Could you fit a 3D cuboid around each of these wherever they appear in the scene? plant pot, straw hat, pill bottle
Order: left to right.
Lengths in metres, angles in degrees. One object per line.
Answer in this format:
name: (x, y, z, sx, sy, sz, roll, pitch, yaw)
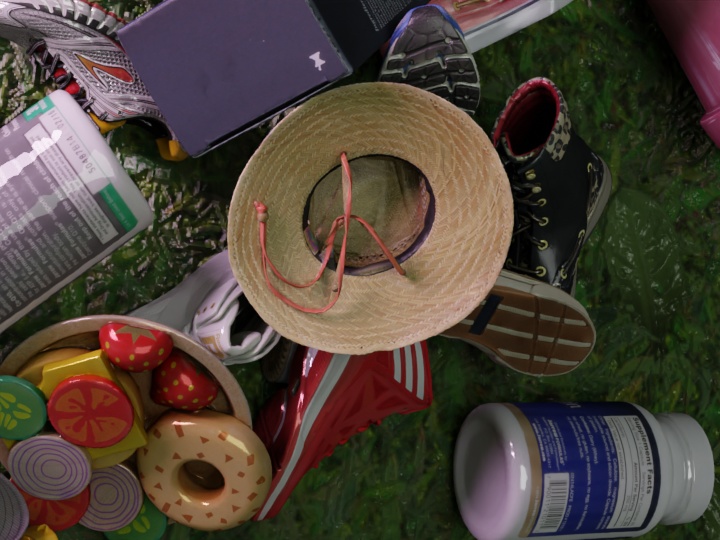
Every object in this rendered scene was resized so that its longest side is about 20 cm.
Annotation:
pill bottle: (-0.253, -0.023, 1.025, 0.199, 0.113, 0.113, -36, 104, -7)
straw hat: (0.005, -0.044, 1.051, 0.199, 0.085, 0.203, 0, 106, 0)
pill bottle: (0.187, 0.167, 1.239, 0.199, 0.116, 0.117, 2, 90, -24)
plant pot: (0.343, -0.220, 1.276, 0.200, 0.200, 0.179, -41, 90, -18)

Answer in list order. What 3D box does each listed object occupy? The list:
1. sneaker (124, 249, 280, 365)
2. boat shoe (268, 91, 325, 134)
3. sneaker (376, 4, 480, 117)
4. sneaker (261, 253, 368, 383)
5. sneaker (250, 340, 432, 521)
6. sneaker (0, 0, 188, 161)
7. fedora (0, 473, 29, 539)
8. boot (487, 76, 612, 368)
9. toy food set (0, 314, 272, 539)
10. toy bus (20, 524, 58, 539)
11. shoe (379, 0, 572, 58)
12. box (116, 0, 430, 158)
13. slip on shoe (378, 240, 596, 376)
sneaker: (-0.132, 0.056, 1.098, 0.200, 0.115, 0.074, -44, 108, -15)
boat shoe: (0.024, -0.090, 1.200, 0.201, 0.065, 0.075, 11, 73, -28)
sneaker: (0.046, -0.136, 1.094, 0.078, 0.200, 0.090, -6, 64, 0)
sneaker: (0.000, 0.000, 1.159, 0.112, 0.071, 0.201, 8, 114, -25)
sneaker: (-0.010, 0.119, 1.140, 0.115, 0.079, 0.201, 15, 120, -24)
sneaker: (-0.194, -0.145, 1.090, 0.199, 0.078, 0.083, 26, 82, -22)
fedora: (-0.317, 0.132, 0.971, 0.199, 0.176, 0.091, -16, 126, -39)
boot: (0.132, -0.039, 1.198, 0.205, 0.073, 0.154, -65, 149, -16)
toy food set: (-0.174, 0.119, 1.067, 0.197, 0.049, 0.201, -16, 122, 12)
toy bus: (-0.242, 0.247, 1.051, 0.192, 0.135, 0.201, -40, 103, -31)
shoe: (0.094, -0.234, 1.219, 0.199, 0.071, 0.092, -29, 105, -17)
box: (-0.054, -0.185, 1.065, 0.105, 0.147, 0.200, 59, 29, -12)
slip on shoe: (0.097, 0.026, 1.144, 0.199, 0.061, 0.076, 14, 118, -31)
